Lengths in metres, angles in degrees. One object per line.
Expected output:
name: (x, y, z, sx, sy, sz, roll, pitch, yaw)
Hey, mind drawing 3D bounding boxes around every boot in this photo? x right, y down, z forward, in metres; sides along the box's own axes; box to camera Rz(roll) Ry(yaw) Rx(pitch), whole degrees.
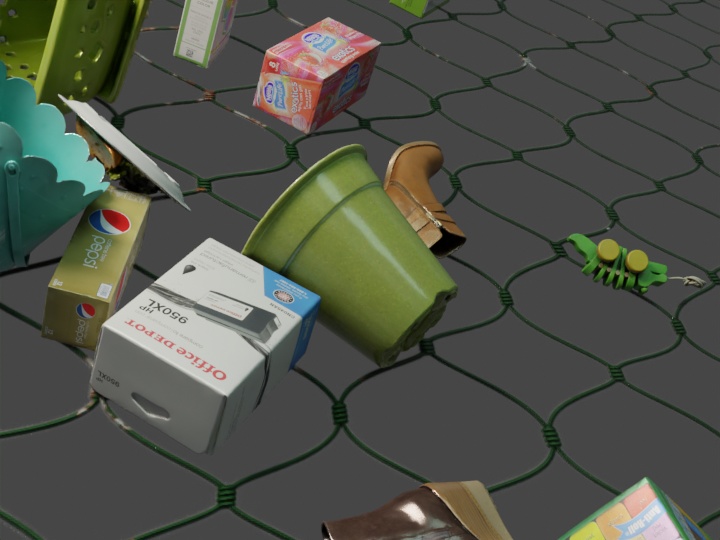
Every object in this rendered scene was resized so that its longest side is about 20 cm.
boot: (0.071, 0.279, 0.963, 0.165, 0.073, 0.200, -13, 46, -22)
boot: (0.084, -0.090, 1.448, 0.155, 0.077, 0.199, 37, 40, 26)

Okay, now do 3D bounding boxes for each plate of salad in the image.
plate of salad: (-0.278, -0.128, 1.279, 0.200, 0.048, 0.200, 41, -3, 2)

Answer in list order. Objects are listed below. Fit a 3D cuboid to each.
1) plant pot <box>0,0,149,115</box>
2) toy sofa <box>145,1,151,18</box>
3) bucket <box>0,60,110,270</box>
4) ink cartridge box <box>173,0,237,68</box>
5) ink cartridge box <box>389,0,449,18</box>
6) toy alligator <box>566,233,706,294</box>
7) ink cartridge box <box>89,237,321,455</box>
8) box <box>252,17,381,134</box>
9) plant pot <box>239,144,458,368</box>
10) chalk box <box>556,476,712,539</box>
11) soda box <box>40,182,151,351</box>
plant pot: (-0.397, -0.328, 1.429, 0.199, 0.201, 0.181, 35, 28, 22)
toy sofa: (-0.420, -0.428, 1.673, 0.199, 0.098, 0.083, -4, 65, -32)
bucket: (-0.371, -0.107, 1.121, 0.207, 0.135, 0.207, 47, 7, -8)
ink cartridge box: (-0.216, -0.413, 1.634, 0.059, 0.201, 0.104, 20, 34, -1)
ink cartridge box: (0.143, -0.592, 2.068, 0.075, 0.201, 0.148, 28, 34, 12)
toy alligator: (0.368, 0.007, 1.490, 0.199, 0.059, 0.055, 21, 76, -2)
ink cartridge box: (-0.150, 0.070, 1.101, 0.144, 0.085, 0.200, 27, 35, 11)
box: (-0.062, -0.293, 1.641, 0.102, 0.095, 0.200, 28, 35, 13)
plant pot: (0.000, 0.000, 1.209, 0.190, 0.200, 0.200, 44, 39, 13)
chalk box: (0.236, 0.268, 0.910, 0.200, 0.125, 0.124, 43, 15, -41)
soda box: (-0.274, -0.008, 1.160, 0.064, 0.068, 0.201, 15, 35, -6)
